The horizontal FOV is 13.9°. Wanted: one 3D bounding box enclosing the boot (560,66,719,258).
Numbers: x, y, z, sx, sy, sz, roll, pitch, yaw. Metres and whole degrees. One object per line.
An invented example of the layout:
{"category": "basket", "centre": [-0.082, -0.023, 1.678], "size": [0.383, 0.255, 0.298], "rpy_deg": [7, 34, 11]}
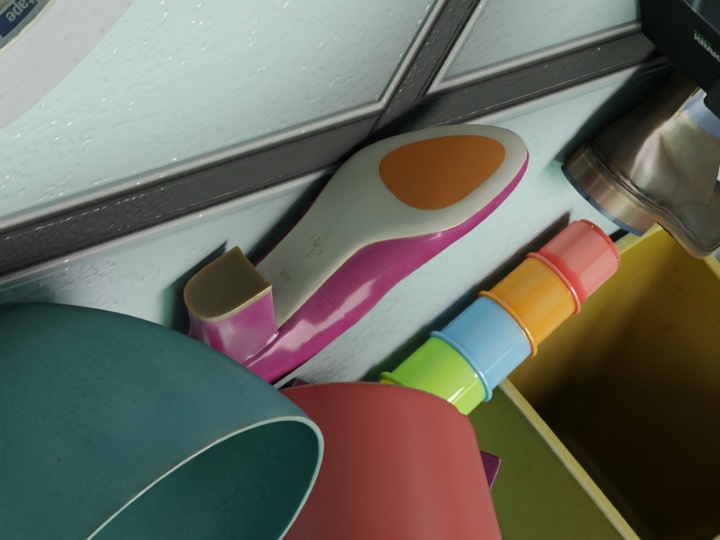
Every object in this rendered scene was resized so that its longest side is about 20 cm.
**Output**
{"category": "boot", "centre": [0.201, -0.067, 1.756], "size": [0.097, 0.075, 0.200], "rpy_deg": [-47, 158, 16]}

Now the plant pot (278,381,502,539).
{"category": "plant pot", "centre": [-0.006, 0.164, 1.498], "size": [0.200, 0.178, 0.201], "rpy_deg": [-2, 155, -1]}

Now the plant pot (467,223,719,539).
{"category": "plant pot", "centre": [0.159, 0.122, 1.895], "size": [0.194, 0.196, 0.200], "rpy_deg": [-31, 165, -33]}

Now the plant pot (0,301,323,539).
{"category": "plant pot", "centre": [-0.134, 0.093, 1.327], "size": [0.200, 0.135, 0.200], "rpy_deg": [-38, 159, -18]}

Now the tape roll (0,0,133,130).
{"category": "tape roll", "centre": [-0.149, -0.117, 0.991], "size": [0.200, 0.066, 0.200], "rpy_deg": [-39, 160, -17]}

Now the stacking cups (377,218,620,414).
{"category": "stacking cups", "centre": [0.073, 0.044, 1.750], "size": [0.200, 0.060, 0.061], "rpy_deg": [-42, 160, -14]}

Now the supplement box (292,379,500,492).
{"category": "supplement box", "centre": [-0.011, 0.173, 1.698], "size": [0.200, 0.131, 0.103], "rpy_deg": [106, 7, -54]}

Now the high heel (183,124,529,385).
{"category": "high heel", "centre": [0.000, 0.000, 1.495], "size": [0.200, 0.067, 0.096], "rpy_deg": [-34, 151, -17]}

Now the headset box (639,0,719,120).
{"category": "headset box", "centre": [0.268, -0.146, 1.582], "size": [0.200, 0.174, 0.093], "rpy_deg": [-42, 159, -10]}
